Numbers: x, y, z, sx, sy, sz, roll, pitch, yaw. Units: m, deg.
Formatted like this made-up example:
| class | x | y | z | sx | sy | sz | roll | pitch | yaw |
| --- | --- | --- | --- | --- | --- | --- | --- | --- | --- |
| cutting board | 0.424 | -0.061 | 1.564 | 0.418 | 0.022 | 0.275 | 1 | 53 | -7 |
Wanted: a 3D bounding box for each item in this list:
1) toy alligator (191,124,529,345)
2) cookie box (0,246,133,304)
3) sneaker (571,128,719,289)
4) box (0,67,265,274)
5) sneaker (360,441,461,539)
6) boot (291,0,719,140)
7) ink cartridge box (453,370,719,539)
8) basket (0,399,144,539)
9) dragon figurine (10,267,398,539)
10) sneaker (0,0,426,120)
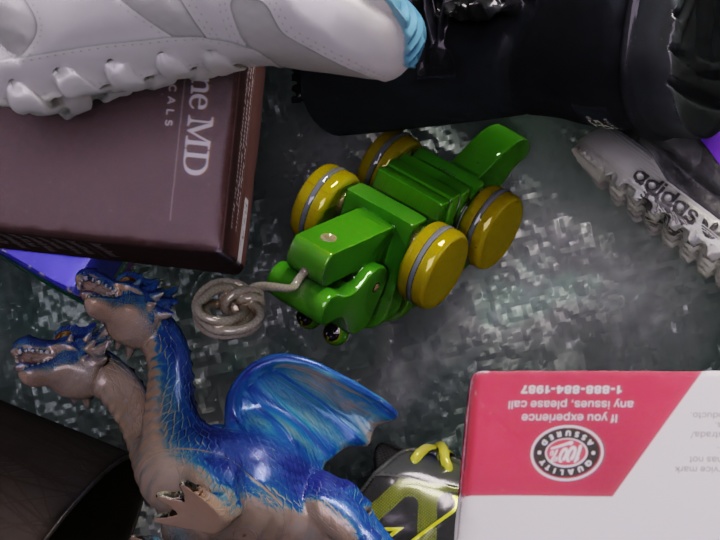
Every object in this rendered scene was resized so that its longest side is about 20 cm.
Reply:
| class | x | y | z | sx | sy | sz | roll | pitch | yaw |
| --- | --- | --- | --- | --- | --- | --- | --- | --- | --- |
| toy alligator | 0.000 | 0.000 | 0.772 | 0.059 | 0.200 | 0.055 | 29 | 126 | 23 |
| cookie box | -0.145 | -0.107 | 0.824 | 0.199 | 0.075 | 0.172 | 30 | 87 | 6 |
| sneaker | 0.181 | -0.017 | 0.772 | 0.200 | 0.070 | 0.100 | 39 | 88 | 7 |
| box | -0.135 | -0.060 | 0.746 | 0.198 | 0.075 | 0.101 | 5 | 85 | 2 |
| sneaker | 0.042 | 0.097 | 0.790 | 0.198 | 0.074 | 0.085 | -17 | 83 | 4 |
| boot | 0.058 | -0.143 | 0.766 | 0.167 | 0.076 | 0.202 | 7 | 85 | 34 |
| ink cartridge box | 0.100 | 0.136 | 0.667 | 0.146 | 0.086 | 0.202 | 1 | 64 | 14 |
| basket | -0.205 | 0.095 | 0.788 | 0.199 | 0.136 | 0.181 | 29 | 98 | 11 |
| dragon figurine | -0.025 | 0.068 | 0.735 | 0.199 | 0.100 | 0.059 | 23 | 130 | -13 |
| sneaker | -0.077 | -0.083 | 0.679 | 0.198 | 0.076 | 0.081 | 15 | 92 | 10 |
